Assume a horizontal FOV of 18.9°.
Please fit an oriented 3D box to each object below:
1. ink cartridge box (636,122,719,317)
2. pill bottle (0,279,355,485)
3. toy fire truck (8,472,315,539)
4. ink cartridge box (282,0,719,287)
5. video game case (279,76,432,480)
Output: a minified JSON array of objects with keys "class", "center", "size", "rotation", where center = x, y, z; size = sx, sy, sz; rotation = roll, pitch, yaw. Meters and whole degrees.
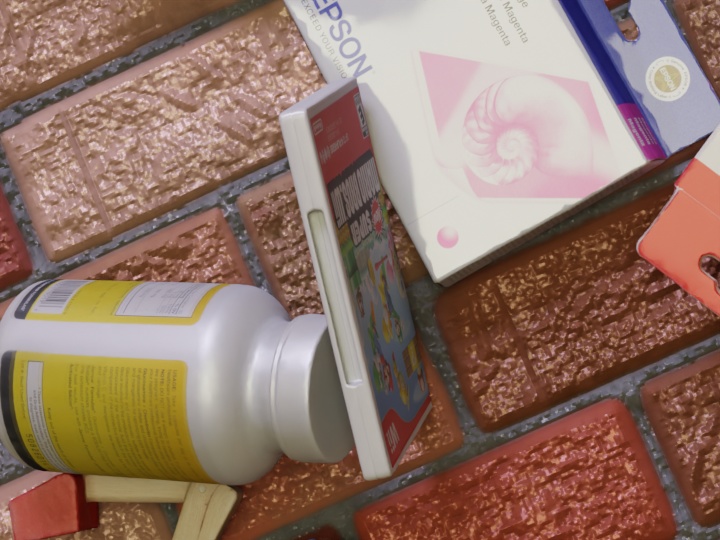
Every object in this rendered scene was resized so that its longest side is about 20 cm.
[{"class":"ink cartridge box","center":[0.257,-0.059,1.225],"size":[0.116,0.067,0.201],"rotation":[37,95,6]},{"class":"pill bottle","center":[-0.102,0.063,1.228],"size":[0.198,0.112,0.113],"rotation":[2,86,24]},{"class":"toy fire truck","center":[-0.095,0.172,1.273],"size":[0.198,0.049,0.142],"rotation":[-15,84,7]},{"class":"ink cartridge box","center":[0.084,-0.124,1.272],"size":[0.199,0.043,0.197],"rotation":[-30,82,7]},{"class":"video game case","center":[0.000,0.000,1.201],"size":[0.017,0.143,0.202],"rotation":[-11,100,13]}]
